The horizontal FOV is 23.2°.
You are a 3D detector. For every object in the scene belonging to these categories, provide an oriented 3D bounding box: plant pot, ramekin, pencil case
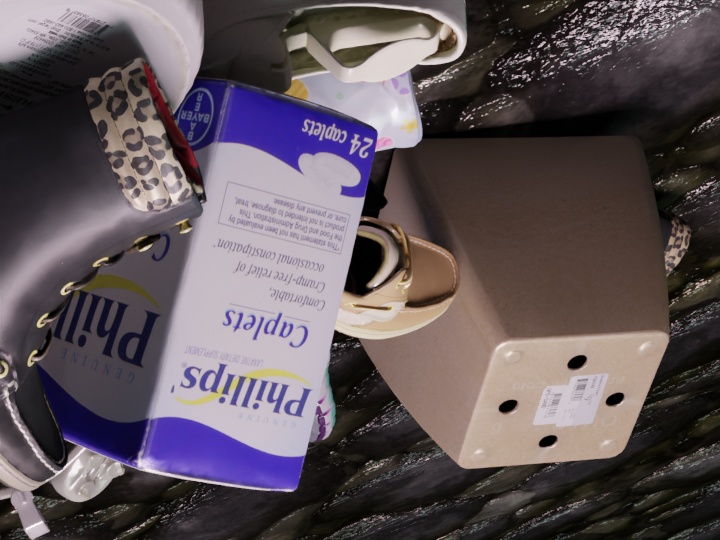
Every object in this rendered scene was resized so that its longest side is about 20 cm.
[{"bbox_3d":[0.123,0.034,1.307,0.198,0.178,0.201,-2,134,-16],"label":"plant pot"},{"bbox_3d":[-0.169,-0.127,0.843,0.198,0.106,0.201,-12,152,-6],"label":"ramekin"},{"bbox_3d":[-0.060,-0.092,1.107,0.198,0.084,0.091,-17,165,-5],"label":"pencil case"}]

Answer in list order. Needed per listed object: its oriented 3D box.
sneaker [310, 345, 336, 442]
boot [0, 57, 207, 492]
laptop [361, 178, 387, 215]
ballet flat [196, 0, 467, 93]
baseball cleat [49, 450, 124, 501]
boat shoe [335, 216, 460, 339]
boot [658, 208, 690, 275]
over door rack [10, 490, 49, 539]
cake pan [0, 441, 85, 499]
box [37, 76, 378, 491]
[{"bbox_3d":[-0.073,0.092,1.508,0.087,0.075,0.201,-19,147,-12],"label":"sneaker"},{"bbox_3d":[-0.140,0.005,0.843,0.153,0.074,0.205,-20,120,1],"label":"boot"},{"bbox_3d":[-0.072,-0.003,1.259,0.176,0.104,0.201,-16,146,-7],"label":"laptop"},{"bbox_3d":[-0.031,-0.129,0.976,0.198,0.070,0.070,-12,155,-13],"label":"ballet flat"},{"bbox_3d":[-0.193,0.087,1.415,0.200,0.106,0.070,-48,141,-5],"label":"baseball cleat"},{"bbox_3d":[0.000,0.000,1.143,0.199,0.075,0.066,1,158,-43],"label":"boat shoe"},{"bbox_3d":[0.175,-0.005,1.490,0.200,0.074,0.150,-40,147,26],"label":"boot"},{"bbox_3d":[-0.180,0.047,1.087,0.147,0.201,0.067,-25,-176,-8],"label":"over door rack"},{"bbox_3d":[-0.250,0.049,1.145,0.199,0.202,0.037,-20,179,1],"label":"cake pan"},{"bbox_3d":[-0.105,-0.001,0.957,0.104,0.202,0.183,13,179,-40],"label":"box"}]
